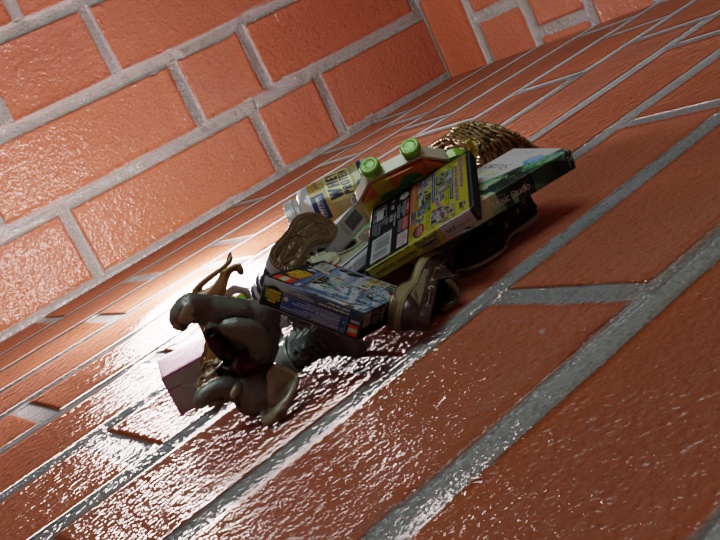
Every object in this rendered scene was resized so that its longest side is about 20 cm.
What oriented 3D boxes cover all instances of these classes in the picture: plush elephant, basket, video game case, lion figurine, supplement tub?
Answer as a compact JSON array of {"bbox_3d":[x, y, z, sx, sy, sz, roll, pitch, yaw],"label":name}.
[{"bbox_3d":[-0.153,0.117,1.236,0.198,0.157,0.164,5,-7,-20],"label":"plush elephant"},{"bbox_3d":[0.229,-0.212,1.763,0.148,0.144,0.200,-32,14,-19],"label":"basket"},{"bbox_3d":[0.090,-0.081,1.397,0.180,0.026,0.201,-31,23,20],"label":"video game case"},{"bbox_3d":[-0.200,0.084,1.381,0.121,0.202,0.073,-20,-9,-11],"label":"lion figurine"},{"bbox_3d":[-0.041,-0.122,1.945,0.198,0.145,0.145,-26,13,5],"label":"supplement tub"}]

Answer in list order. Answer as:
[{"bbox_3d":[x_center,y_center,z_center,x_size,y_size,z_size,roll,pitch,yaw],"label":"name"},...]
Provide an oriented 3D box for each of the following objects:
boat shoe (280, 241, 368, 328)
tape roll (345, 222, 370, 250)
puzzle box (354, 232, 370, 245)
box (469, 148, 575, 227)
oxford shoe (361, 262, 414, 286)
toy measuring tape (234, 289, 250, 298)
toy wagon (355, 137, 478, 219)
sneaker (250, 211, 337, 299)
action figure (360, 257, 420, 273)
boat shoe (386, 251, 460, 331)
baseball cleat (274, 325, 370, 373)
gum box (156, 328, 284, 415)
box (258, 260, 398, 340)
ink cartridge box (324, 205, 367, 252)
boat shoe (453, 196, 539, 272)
[{"bbox_3d":[-0.056,0.006,1.421,0.199,0.062,0.072,-37,-1,-30],"label":"boat shoe"},{"bbox_3d":[0.065,-0.067,1.743,0.199,0.049,0.201,-26,14,7],"label":"tape roll"},{"bbox_3d":[0.091,-0.063,1.554,0.198,0.026,0.133,-12,-1,-2],"label":"puzzle box"},{"bbox_3d":[0.202,-0.127,1.453,0.199,0.037,0.144,-32,19,-21],"label":"box"},{"bbox_3d":[0.017,0.024,1.437,0.199,0.072,0.071,-16,18,44],"label":"oxford shoe"},{"bbox_3d":[-0.186,0.069,1.699,0.073,0.074,0.200,-19,2,29],"label":"toy measuring tape"},{"bbox_3d":[0.092,-0.142,1.509,0.198,0.155,0.040,-24,54,12],"label":"toy wagon"},{"bbox_3d":[-0.107,-0.013,1.525,0.109,0.070,0.200,-62,-8,33],"label":"sneaker"},{"bbox_3d":[0.000,0.000,1.534,0.198,0.055,0.118,-16,-14,11],"label":"action figure"},{"bbox_3d":[0.098,0.031,1.288,0.071,0.073,0.200,11,21,19],"label":"boat shoe"},{"bbox_3d":[-0.057,0.107,1.307,0.106,0.070,0.200,-44,12,-13],"label":"baseball cleat"},{"bbox_3d":[-0.203,0.128,1.471,0.199,0.067,0.113,-29,15,-9],"label":"gum box"},{"bbox_3d":[-0.028,0.034,1.249,0.136,0.040,0.200,20,12,16],"label":"box"},{"bbox_3d":[-0.088,-0.012,1.697,0.173,0.044,0.200,-37,10,39],"label":"ink cartridge box"},{"bbox_3d":[0.194,-0.063,1.444,0.073,0.064,0.201,-6,26,46],"label":"boat shoe"}]
